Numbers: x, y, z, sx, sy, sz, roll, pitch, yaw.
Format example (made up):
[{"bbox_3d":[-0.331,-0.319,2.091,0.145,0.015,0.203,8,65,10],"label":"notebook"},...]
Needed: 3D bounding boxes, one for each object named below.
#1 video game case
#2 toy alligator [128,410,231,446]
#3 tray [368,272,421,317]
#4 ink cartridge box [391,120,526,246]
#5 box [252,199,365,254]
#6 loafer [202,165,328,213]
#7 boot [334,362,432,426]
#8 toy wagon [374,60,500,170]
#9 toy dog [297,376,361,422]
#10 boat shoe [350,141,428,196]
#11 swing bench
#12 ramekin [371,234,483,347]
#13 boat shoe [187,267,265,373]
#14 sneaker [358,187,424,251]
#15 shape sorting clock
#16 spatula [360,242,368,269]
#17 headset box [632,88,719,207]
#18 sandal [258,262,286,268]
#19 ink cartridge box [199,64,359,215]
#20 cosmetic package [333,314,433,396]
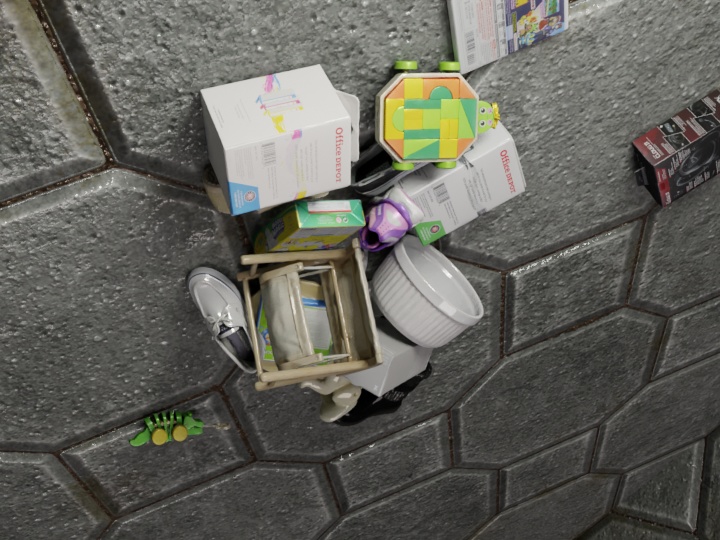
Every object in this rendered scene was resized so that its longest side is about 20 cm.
[{"bbox_3d":[0.209,-0.390,1.237,0.182,0.023,0.200,-24,142,-4],"label":"video game case"},{"bbox_3d":[-0.347,0.294,1.687,0.199,0.059,0.055,-7,98,-25],"label":"toy alligator"},{"bbox_3d":[0.052,0.046,1.661,0.199,0.022,0.108,-25,144,-3],"label":"tray"},{"bbox_3d":[0.157,-0.150,1.438,0.199,0.084,0.146,-28,143,1],"label":"ink cartridge box"},{"bbox_3d":[-0.089,-0.057,1.377,0.117,0.049,0.200,-3,164,-31],"label":"box"},{"bbox_3d":[-0.135,-0.126,1.302,0.199,0.076,0.068,-4,140,-14],"label":"loafer"},{"bbox_3d":[0.036,0.242,1.832,0.211,0.080,0.158,-9,148,-40],"label":"boot"},{"bbox_3d":[0.119,-0.227,1.285,0.199,0.040,0.156,-4,105,-17],"label":"toy wagon"},{"bbox_3d":[-0.044,0.162,1.643,0.193,0.140,0.200,-19,139,-2],"label":"toy dog"},{"bbox_3d":[0.059,-0.190,1.341,0.199,0.074,0.068,-31,159,21],"label":"boat shoe"},{"bbox_3d":[-0.082,0.071,1.391,0.199,0.200,0.130,-8,168,-13],"label":"swing bench"},{"bbox_3d":[0.111,0.043,1.542,0.105,0.200,0.200,-46,140,20],"label":"ramekin"},{"bbox_3d":[-0.217,0.083,1.442,0.073,0.065,0.200,-30,115,13],"label":"boat shoe"},{"bbox_3d":[0.030,-0.069,1.397,0.089,0.080,0.200,-47,-177,-13],"label":"sneaker"},{"bbox_3d":[-0.113,0.101,1.518,0.199,0.039,0.201,-2,117,-5],"label":"shape sorting clock"},{"bbox_3d":[0.000,0.000,1.547,0.056,0.021,0.201,12,109,-41],"label":"spatula"},{"bbox_3d":[0.607,-0.220,1.641,0.200,0.077,0.149,-32,143,7],"label":"headset box"},{"bbox_3d":[-0.135,0.050,1.535,0.075,0.048,0.201,-13,128,-11],"label":"sandal"},{"bbox_3d":[-0.103,-0.183,1.203,0.199,0.125,0.129,-16,142,-15],"label":"ink cartridge box"},{"bbox_3d":[0.046,0.144,1.557,0.200,0.107,0.091,-14,127,-64],"label":"cosmetic package"}]
